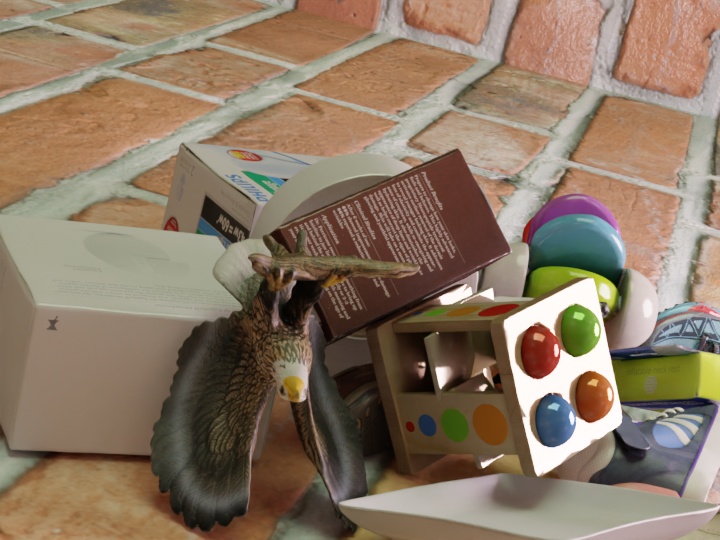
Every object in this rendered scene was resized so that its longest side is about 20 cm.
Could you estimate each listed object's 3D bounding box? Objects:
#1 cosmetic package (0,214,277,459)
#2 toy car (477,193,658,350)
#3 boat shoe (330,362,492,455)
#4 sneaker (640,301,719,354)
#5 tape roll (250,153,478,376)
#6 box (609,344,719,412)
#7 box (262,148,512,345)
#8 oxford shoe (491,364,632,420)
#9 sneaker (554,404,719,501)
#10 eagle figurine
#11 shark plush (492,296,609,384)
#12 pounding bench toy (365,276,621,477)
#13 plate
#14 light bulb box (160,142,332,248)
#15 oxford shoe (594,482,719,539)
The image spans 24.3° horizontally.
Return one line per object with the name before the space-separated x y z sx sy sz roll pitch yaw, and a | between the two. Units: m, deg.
cosmetic package | -0.188 0.052 1.316 0.199 0.123 0.200 6 17 -24
toy car | 0.208 -0.001 1.681 0.175 0.150 0.200 14 -7 -1
boat shoe | 0.036 0.101 1.413 0.072 0.076 0.200 24 18 38
sneaker | 0.381 0.089 1.698 0.200 0.079 0.096 9 19 -13
tape roll | 0.000 0.000 1.491 0.202 0.203 0.071 8 18 -16
box | 0.324 0.107 1.526 0.200 0.048 0.122 12 -13 -30
box | 0.015 -0.015 1.353 0.200 0.100 0.075 -24 -5 -33
oxford shoe | 0.184 0.099 1.527 0.071 0.073 0.200 2 21 -35
sneaker | 0.230 0.143 1.406 0.146 0.081 0.200 22 24 13
eagle figurine | -0.059 0.080 1.195 0.151 0.200 0.151 17 19 17
shark plush | 0.131 0.065 1.510 0.200 0.084 0.091 3 0 27
pounding bench toy | 0.136 0.072 1.342 0.156 0.125 0.200 -5 13 42
plate | 0.118 0.177 1.176 0.200 0.032 0.199 3 3 42
light bulb box | -0.070 -0.035 1.680 0.200 0.125 0.198 4 19 -31
oxford shoe | 0.270 0.217 1.257 0.200 0.071 0.074 8 38 -6
